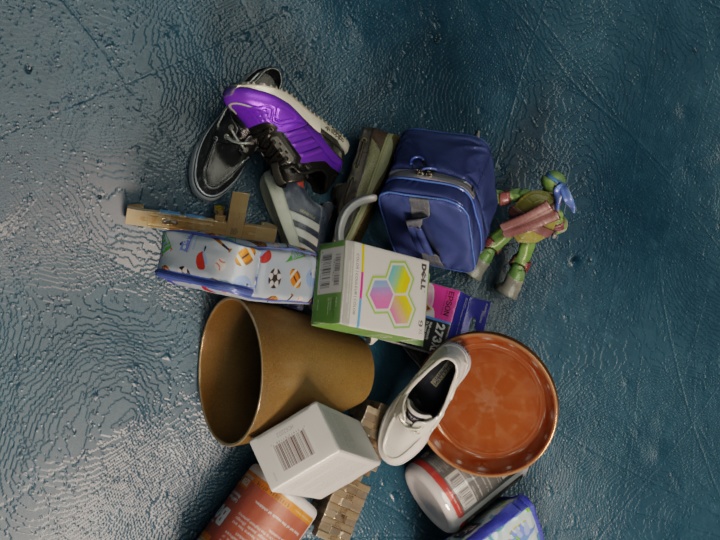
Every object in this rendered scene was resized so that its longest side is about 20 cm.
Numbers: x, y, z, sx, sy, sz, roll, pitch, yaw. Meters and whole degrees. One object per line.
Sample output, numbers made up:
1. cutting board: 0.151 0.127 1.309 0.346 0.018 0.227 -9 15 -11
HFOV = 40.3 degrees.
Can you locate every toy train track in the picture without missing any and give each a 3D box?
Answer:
1. toy train track: -0.211 -0.065 1.304 0.198 0.033 0.116 7 119 -16

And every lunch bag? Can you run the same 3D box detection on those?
1. lunch bag: -0.148 -0.002 1.218 0.199 0.159 0.077 14 85 -57
2. lunch bag: 0.106 -0.090 1.334 0.134 0.201 0.133 9 63 20
3. lunch bag: 0.174 0.416 1.388 0.169 0.127 0.201 -34 144 -19

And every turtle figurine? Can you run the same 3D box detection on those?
1. turtle figurine: 0.232 -0.071 1.473 0.143 0.200 0.195 21 103 -43

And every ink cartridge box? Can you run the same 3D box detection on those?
1. ink cartridge box: 0.034 0.033 1.252 0.199 0.059 0.105 14 76 -40
2. ink cartridge box: 0.078 0.062 1.380 0.198 0.037 0.096 16 84 6

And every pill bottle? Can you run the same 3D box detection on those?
1. pill bottle: -0.156 0.366 1.289 0.112 0.112 0.201 42 75 -18
2. pill bottle: 0.172 0.277 1.426 0.199 0.116 0.117 -33 103 -20

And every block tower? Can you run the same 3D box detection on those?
1. block tower: -0.013 0.280 1.381 0.054 0.058 0.202 27 78 -21

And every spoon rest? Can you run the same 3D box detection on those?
1. spoon rest: 0.000 0.000 1.319 0.060 0.099 0.203 -5 95 -9

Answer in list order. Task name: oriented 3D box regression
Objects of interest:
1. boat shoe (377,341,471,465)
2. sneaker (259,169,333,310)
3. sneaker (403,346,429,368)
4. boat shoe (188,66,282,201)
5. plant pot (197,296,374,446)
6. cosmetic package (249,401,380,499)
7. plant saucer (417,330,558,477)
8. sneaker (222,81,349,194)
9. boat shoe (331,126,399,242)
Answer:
1. boat shoe: 0.075 0.183 1.313 0.073 0.065 0.201 31 109 11
2. sneaker: -0.068 -0.049 1.344 0.084 0.075 0.202 -19 97 -17
3. sneaker: 0.106 0.120 1.428 0.071 0.083 0.201 -28 77 1
4. boat shoe: -0.161 -0.184 1.307 0.071 0.068 0.201 35 77 -19
5. plant pot: -0.087 0.130 1.295 0.198 0.186 0.189 2 89 -33
6. cosmetic package: -0.053 0.234 1.257 0.101 0.200 0.072 -31 69 5
7. plant saucer: 0.170 0.179 1.332 0.198 0.032 0.203 4 102 18
8. sneaker: -0.099 -0.162 1.265 0.199 0.069 0.101 29 69 -36
9. boat shoe: -0.008 -0.105 1.378 0.064 0.073 0.202 24 90 6
